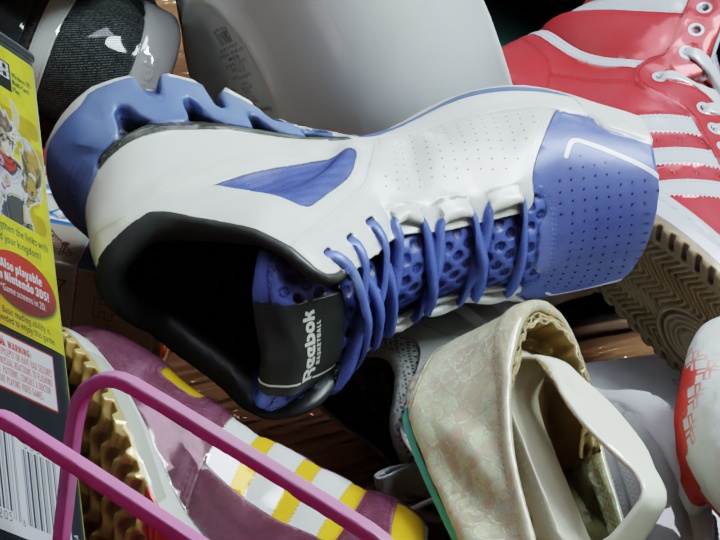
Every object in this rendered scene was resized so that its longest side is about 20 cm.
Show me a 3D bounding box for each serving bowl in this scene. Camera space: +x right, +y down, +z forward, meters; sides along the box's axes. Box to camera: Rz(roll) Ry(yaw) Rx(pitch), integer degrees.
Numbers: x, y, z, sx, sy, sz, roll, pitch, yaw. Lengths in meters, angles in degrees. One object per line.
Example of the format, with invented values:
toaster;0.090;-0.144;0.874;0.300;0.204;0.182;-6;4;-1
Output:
serving bowl;-0.018;-0.072;0.978;0.065;0.201;0.200;-24;39;-19

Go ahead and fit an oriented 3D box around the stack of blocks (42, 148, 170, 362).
stack of blocks;-0.160;-0.014;0.952;0.199;0.059;0.115;11;27;3

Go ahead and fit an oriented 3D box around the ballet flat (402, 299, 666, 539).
ballet flat;0.065;0.093;0.749;0.067;0.062;0.201;18;39;-47

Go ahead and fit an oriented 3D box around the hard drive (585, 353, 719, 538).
hard drive;0.169;0.066;0.944;0.199;0.026;0.132;-5;31;-27

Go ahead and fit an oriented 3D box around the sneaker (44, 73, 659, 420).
sneaker;-0.001;0.000;0.855;0.198;0.081;0.115;2;35;-10

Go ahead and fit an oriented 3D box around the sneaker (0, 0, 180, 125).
sneaker;-0.140;-0.105;1.042;0.111;0.073;0.200;23;2;-17

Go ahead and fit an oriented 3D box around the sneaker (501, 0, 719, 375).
sneaker;0.124;-0.034;0.967;0.112;0.071;0.200;-34;57;-25

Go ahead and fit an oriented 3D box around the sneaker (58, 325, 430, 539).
sneaker;-0.032;0.085;0.807;0.090;0.075;0.200;-1;34;-37

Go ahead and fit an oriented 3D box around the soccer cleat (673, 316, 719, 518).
soccer cleat;0.132;0.064;0.731;0.068;0.086;0.201;7;36;-8

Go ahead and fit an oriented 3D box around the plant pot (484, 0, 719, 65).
plant pot;0.119;-0.140;1.160;0.141;0.142;0.200;27;5;-10

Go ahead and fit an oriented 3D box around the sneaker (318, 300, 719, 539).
sneaker;0.047;0.070;0.865;0.082;0.075;0.200;-14;25;-23

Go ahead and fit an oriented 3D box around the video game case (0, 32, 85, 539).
video game case;-0.143;-0.012;0.737;0.025;0.182;0.200;-18;-24;21

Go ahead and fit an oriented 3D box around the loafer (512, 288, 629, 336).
loafer;0.141;-0.002;1.032;0.198;0.072;0.063;-4;47;-12

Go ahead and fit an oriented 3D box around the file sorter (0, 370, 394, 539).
file sorter;-0.096;0.122;0.647;0.139;0.126;0.199;28;33;32
